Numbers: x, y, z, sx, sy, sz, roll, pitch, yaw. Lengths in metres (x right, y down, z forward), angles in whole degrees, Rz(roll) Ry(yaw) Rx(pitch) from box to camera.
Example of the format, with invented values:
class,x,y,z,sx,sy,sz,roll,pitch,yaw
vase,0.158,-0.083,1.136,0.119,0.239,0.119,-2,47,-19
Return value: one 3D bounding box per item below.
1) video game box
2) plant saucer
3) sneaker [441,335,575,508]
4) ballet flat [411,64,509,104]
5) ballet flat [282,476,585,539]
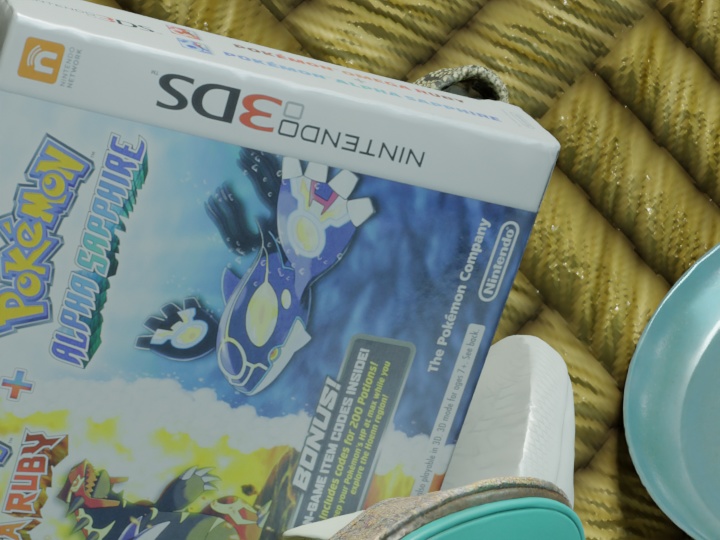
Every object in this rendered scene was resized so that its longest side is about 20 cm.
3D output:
class,x,y,z,sx,sy,sz,roll,pitch,yaw
video game box,-0.052,0.026,0.665,0.181,0.047,0.201,12,107,-21
plant saucer,0.198,0.042,0.791,0.200,0.199,0.027,-57,138,-31
sneaker,0.053,0.126,0.744,0.088,0.075,0.201,25,67,-31
ballet flat,0.000,0.000,0.751,0.068,0.075,0.200,34,60,-8
ballet flat,-0.016,0.109,0.640,0.200,0.067,0.068,-25,117,-39
